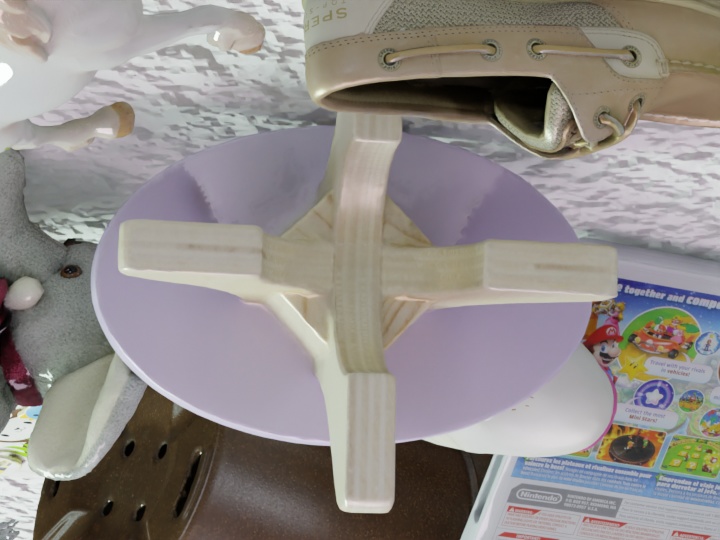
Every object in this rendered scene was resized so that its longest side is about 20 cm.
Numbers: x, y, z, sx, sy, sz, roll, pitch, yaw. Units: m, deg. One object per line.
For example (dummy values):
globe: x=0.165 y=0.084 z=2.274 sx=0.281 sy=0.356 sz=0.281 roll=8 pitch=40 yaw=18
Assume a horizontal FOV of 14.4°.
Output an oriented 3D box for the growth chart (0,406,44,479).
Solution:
growth chart: x=-0.182 y=0.093 z=1.515 sx=0.199 sy=0.018 sz=0.145 roll=7 pitch=156 yaw=-14

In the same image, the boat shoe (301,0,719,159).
boat shoe: x=0.071 y=-0.070 z=1.032 sx=0.199 sy=0.065 sz=0.072 roll=10 pitch=157 yaw=-24

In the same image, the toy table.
toy table: x=0.000 y=0.000 z=1.098 sx=0.199 sy=0.185 sz=0.117 roll=-9 pitch=176 yaw=-9

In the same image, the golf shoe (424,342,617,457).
golf shoe: x=0.020 y=0.036 z=1.208 sx=0.199 sy=0.076 sz=0.092 roll=21 pitch=-172 yaw=-12

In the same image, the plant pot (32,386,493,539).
plant pot: x=-0.038 y=0.132 z=1.395 sx=0.198 sy=0.201 sz=0.200 roll=28 pitch=147 yaw=-32

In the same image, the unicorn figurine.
unicorn figurine: x=-0.106 y=-0.086 z=0.981 sx=0.137 sy=0.074 sz=0.200 roll=-8 pitch=146 yaw=-47

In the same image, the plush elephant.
plush elephant: x=-0.160 y=0.025 z=1.198 sx=0.200 sy=0.155 sz=0.165 roll=52 pitch=178 yaw=-22

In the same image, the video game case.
video game case: x=0.132 y=0.085 z=1.310 sx=0.143 sy=0.018 sz=0.201 roll=10 pitch=117 yaw=-19
